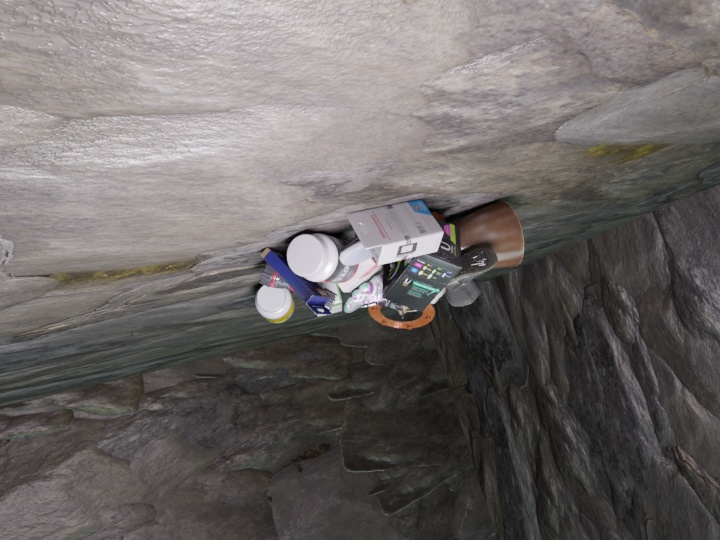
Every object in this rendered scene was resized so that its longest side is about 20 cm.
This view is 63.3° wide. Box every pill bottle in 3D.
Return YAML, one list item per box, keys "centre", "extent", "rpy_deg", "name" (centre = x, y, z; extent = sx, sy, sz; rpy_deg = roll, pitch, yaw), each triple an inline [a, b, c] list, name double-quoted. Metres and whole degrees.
- centre: [-0.088, -0.028, 1.410]
  extent: [0.113, 0.115, 0.200]
  rpy_deg: [-21, 170, 21]
  name: "pill bottle"
- centre: [-0.264, 0.097, 1.799]
  extent: [0.112, 0.114, 0.200]
  rpy_deg: [-16, 170, -6]
  name: "pill bottle"

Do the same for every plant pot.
- centre: [0.319, -0.079, 1.621]
  extent: [0.198, 0.189, 0.187]
  rpy_deg: [-14, 170, -11]
  name: "plant pot"

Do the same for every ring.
- centre: [0.121, 0.127, 1.738]
  extent: [0.198, 0.019, 0.201]
  rpy_deg: [5, 145, 3]
  name: "ring"

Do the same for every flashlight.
- centre: [-0.157, 0.042, 1.494]
  extent: [0.068, 0.198, 0.068]
  rpy_deg: [-66, -179, -47]
  name: "flashlight"

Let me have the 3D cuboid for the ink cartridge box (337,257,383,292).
- centre: [0.000, 0.000, 1.600]
  extent: [0.116, 0.068, 0.200]
  rpy_deg: [-40, 171, 8]
  name: "ink cartridge box"

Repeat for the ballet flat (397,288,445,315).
- centre: [0.192, 0.081, 1.739]
  extent: [0.199, 0.063, 0.067]
  rpy_deg: [-25, 166, 31]
  name: "ballet flat"

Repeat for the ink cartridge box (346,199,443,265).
- centre: [0.073, -0.085, 1.330]
  extent: [0.198, 0.116, 0.067]
  rpy_deg: [-13, 143, -22]
  name: "ink cartridge box"

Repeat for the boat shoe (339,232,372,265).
- centre: [0.022, -0.080, 1.398]
  extent: [0.199, 0.066, 0.070]
  rpy_deg: [-30, 153, -24]
  name: "boat shoe"

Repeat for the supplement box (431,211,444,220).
- centre: [0.132, -0.092, 1.582]
  extent: [0.199, 0.069, 0.066]
  rpy_deg: [-19, 168, 25]
  name: "supplement box"

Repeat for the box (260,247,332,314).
- centre: [-0.143, 0.027, 1.405]
  extent: [0.032, 0.200, 0.121]
  rpy_deg: [-46, 165, 8]
  name: "box"

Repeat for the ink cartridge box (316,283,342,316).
- centre: [-0.108, 0.046, 1.689]
  extent: [0.084, 0.147, 0.200]
  rpy_deg: [-15, 169, -5]
  name: "ink cartridge box"

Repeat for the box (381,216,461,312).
- centre: [0.153, -0.020, 1.484]
  extent: [0.123, 0.149, 0.200]
  rpy_deg: [19, 136, -16]
  name: "box"

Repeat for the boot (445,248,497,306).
- centre: [0.302, 0.027, 1.584]
  extent: [0.180, 0.073, 0.200]
  rpy_deg: [-19, 147, 17]
  name: "boot"

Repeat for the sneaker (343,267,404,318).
- centre: [0.063, 0.083, 1.587]
  extent: [0.200, 0.140, 0.078]
  rpy_deg: [-39, 171, -6]
  name: "sneaker"
